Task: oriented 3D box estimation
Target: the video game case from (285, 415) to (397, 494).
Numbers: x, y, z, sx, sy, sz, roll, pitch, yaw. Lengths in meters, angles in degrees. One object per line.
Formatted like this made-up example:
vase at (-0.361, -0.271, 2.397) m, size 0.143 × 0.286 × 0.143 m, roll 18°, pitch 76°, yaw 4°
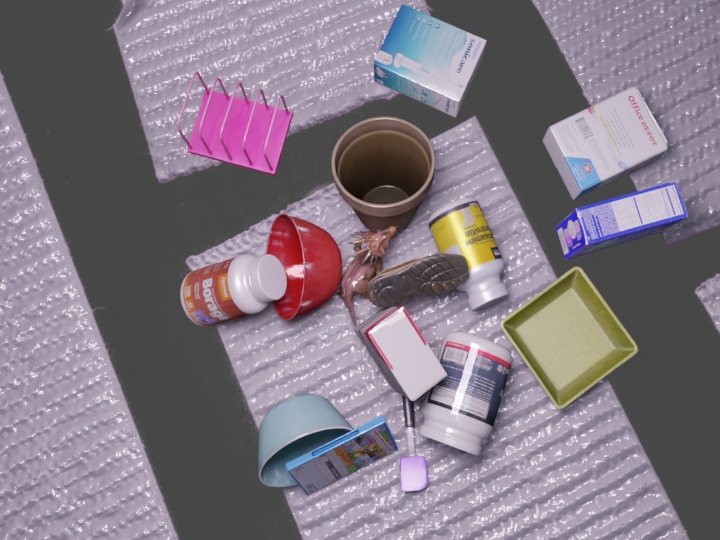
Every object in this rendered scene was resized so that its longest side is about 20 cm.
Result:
video game case at (-0.031, 0.346, 1.459) m, size 0.197 × 0.144 × 0.018 m, roll -26°, pitch 55°, yaw -3°

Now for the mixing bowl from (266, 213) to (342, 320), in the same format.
mixing bowl at (-0.102, -0.008, 1.522) m, size 0.106 × 0.199 × 0.205 m, roll -2°, pitch 77°, yaw -28°

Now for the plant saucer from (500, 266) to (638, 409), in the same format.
plant saucer at (0.401, 0.131, 1.527) m, size 0.198 × 0.048 × 0.202 m, roll -34°, pitch 80°, yaw -4°

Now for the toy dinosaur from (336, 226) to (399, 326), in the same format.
toy dinosaur at (0.000, 0.000, 1.525) m, size 0.084 × 0.136 × 0.204 m, roll 22°, pitch 81°, yaw 7°

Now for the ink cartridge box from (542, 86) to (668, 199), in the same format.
ink cartridge box at (0.492, -0.256, 1.579) m, size 0.196 × 0.085 × 0.147 m, roll -25°, pitch 79°, yaw -1°

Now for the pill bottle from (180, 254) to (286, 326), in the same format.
pill bottle at (-0.242, 0.034, 1.501) m, size 0.197 × 0.111 × 0.115 m, roll -16°, pitch 76°, yaw 32°

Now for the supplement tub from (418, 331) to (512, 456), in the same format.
supplement tub at (0.195, 0.229, 1.470) m, size 0.137 × 0.140 × 0.204 m, roll 18°, pitch 80°, yaw 6°

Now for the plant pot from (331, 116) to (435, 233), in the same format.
plant pot at (0.046, -0.164, 1.524) m, size 0.195 × 0.175 × 0.204 m, roll -1°, pitch 63°, yaw 3°

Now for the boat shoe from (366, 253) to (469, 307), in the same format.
boat shoe at (0.105, 0.009, 1.478) m, size 0.195 × 0.074 × 0.077 m, roll -14°, pitch 105°, yaw 3°

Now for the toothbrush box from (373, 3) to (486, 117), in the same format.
toothbrush box at (0.143, -0.436, 1.629) m, size 0.196 × 0.085 × 0.149 m, roll 24°, pitch 80°, yaw 8°

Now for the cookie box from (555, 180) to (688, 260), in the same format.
cookie box at (0.496, -0.093, 1.505) m, size 0.195 × 0.171 × 0.077 m, roll -15°, pitch 82°, yaw -1°

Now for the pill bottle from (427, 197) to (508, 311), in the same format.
pill bottle at (0.215, -0.030, 1.533) m, size 0.110 × 0.112 × 0.204 m, roll -22°, pitch 79°, yaw -2°

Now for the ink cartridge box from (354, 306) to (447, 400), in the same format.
ink cartridge box at (0.069, 0.148, 1.449) m, size 0.084 × 0.200 × 0.146 m, roll -34°, pitch 92°, yaw -8°

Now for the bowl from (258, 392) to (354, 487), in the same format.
bowl at (-0.111, 0.304, 1.458) m, size 0.197 × 0.202 × 0.106 m, roll -25°, pitch 57°, yaw -3°

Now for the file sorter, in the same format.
file sorter at (-0.257, -0.304, 1.601) m, size 0.195 × 0.126 × 0.142 m, roll 15°, pitch 79°, yaw 5°

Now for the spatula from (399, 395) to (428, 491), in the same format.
spatula at (0.097, 0.320, 1.517) m, size 0.055 × 0.021 × 0.205 m, roll -4°, pitch 78°, yaw 3°
